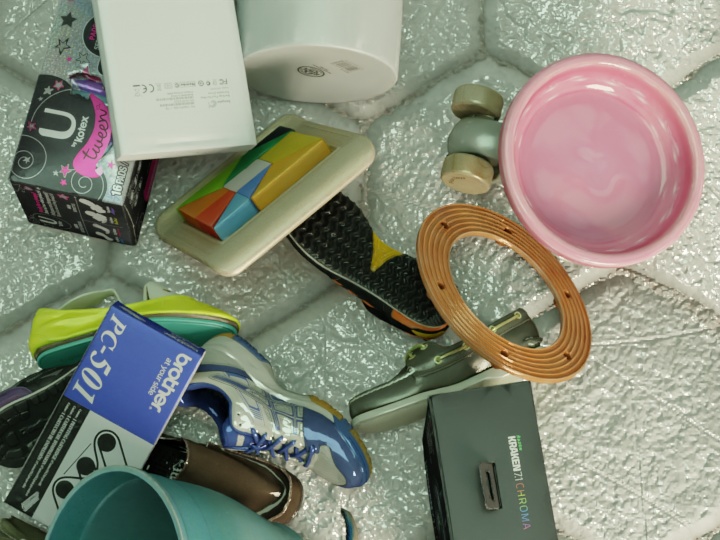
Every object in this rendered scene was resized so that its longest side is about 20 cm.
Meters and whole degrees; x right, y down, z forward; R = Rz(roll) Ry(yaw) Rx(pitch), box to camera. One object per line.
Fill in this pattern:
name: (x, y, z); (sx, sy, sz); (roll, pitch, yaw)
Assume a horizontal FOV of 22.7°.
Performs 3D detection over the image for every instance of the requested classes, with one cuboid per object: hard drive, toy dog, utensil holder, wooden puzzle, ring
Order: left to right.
hard drive: (-0.175, -0.205, 1.644); (0.131, 0.026, 0.201); (-6, 81, -23)
wooden puzzle: (-0.096, -0.080, 1.663); (0.185, 0.200, 0.037); (-40, 115, -11)
utensil holder: (-0.039, -0.281, 1.724); (0.169, 0.170, 0.201); (3, 76, 1)
ring: (0.130, 0.022, 1.650); (0.200, 0.019, 0.201); (26, 39, -23)
toy dog: (0.157, -0.098, 1.721); (0.200, 0.096, 0.132); (37, 73, -5)

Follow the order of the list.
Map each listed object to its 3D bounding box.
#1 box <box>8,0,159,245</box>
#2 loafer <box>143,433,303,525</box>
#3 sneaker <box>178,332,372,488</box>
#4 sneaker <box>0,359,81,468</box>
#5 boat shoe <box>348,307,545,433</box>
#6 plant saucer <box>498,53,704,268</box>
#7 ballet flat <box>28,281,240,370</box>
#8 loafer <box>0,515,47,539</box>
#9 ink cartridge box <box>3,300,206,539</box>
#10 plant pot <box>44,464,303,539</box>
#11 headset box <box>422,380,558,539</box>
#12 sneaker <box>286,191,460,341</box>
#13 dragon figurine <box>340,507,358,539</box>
box: (-0.249, -0.145, 1.699); (0.114, 0.132, 0.201); (11, 73, 2)
loafer: (-0.151, 0.191, 1.630); (0.199, 0.071, 0.073); (11, 74, 3)
sneaker: (-0.084, 0.146, 1.630); (0.200, 0.075, 0.088); (35, 49, 16)
sneaker: (-0.262, 0.105, 1.651); (0.199, 0.088, 0.076); (-22, 113, -16)
boat shoe: (0.076, 0.094, 1.661); (0.201, 0.072, 0.061); (-20, 75, -12)
plant saucer: (0.219, -0.099, 1.659); (0.199, 0.051, 0.202); (3, 78, -14)
ballet flat: (-0.214, 0.045, 1.682); (0.199, 0.067, 0.067); (-9, 56, -1)
loafer: (-0.305, 0.251, 1.601); (0.199, 0.075, 0.070); (5, 67, -14)
ink cartridge box: (-0.225, 0.137, 1.581); (0.094, 0.044, 0.201); (28, 94, -2)
plant pot: (-0.142, 0.275, 1.526); (0.199, 0.187, 0.201); (-13, 71, 43)
headset box: (0.113, 0.203, 1.560); (0.092, 0.200, 0.175); (-8, 74, -3)
sneaker: (0.000, 0.000, 1.676); (0.200, 0.090, 0.070); (36, 67, 9)
dragon figurine: (-0.032, 0.313, 1.600); (0.099, 0.059, 0.201); (-10, 75, -3)
